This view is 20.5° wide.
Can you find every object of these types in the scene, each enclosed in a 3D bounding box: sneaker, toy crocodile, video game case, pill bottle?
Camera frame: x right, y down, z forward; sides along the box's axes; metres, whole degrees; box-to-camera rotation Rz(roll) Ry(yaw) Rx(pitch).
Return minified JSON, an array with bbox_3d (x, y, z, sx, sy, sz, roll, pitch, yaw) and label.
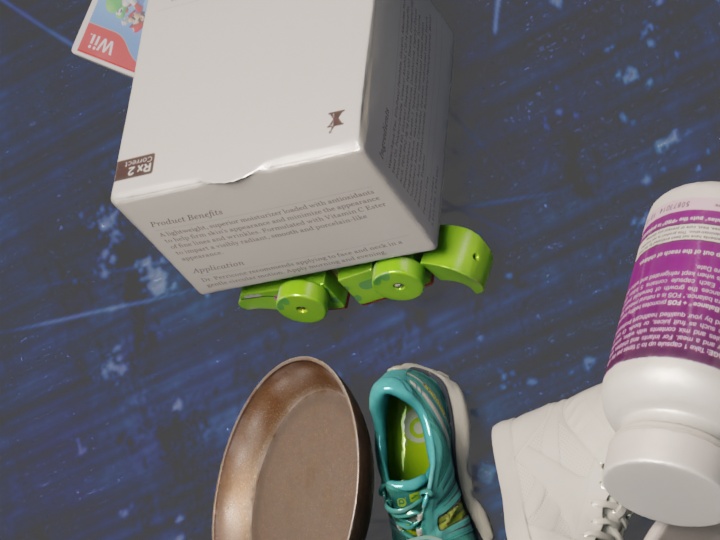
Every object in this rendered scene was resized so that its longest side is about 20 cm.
[{"bbox_3d":[0.156,0.154,1.289,0.115,0.074,0.201,-27,44,17],"label":"sneaker"},{"bbox_3d":[0.000,0.000,1.441,0.199,0.062,0.068,-12,51,26],"label":"toy crocodile"},{"bbox_3d":[-0.137,-0.244,1.586,0.142,0.017,0.201,23,90,29],"label":"video game case"},{"bbox_3d":[0.214,0.054,1.252,0.111,0.112,0.201,3,57,27],"label":"pill bottle"},{"bbox_3d":[0.040,0.165,1.364,0.077,0.080,0.202,-15,83,23],"label":"sneaker"}]

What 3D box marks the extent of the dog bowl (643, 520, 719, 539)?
[{"bbox_3d":[0.254,0.198,1.212,0.199,0.059,0.201,-19,41,17],"label":"dog bowl"}]

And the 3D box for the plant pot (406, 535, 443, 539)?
[{"bbox_3d":[0.058,0.296,1.263,0.201,0.161,0.201,-48,19,22],"label":"plant pot"}]

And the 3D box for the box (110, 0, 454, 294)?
[{"bbox_3d":[-0.051,-0.111,1.417,0.198,0.131,0.201,-10,54,24],"label":"box"}]

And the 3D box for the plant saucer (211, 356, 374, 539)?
[{"bbox_3d":[-0.044,0.162,1.398,0.200,0.032,0.202,-29,56,52],"label":"plant saucer"}]
